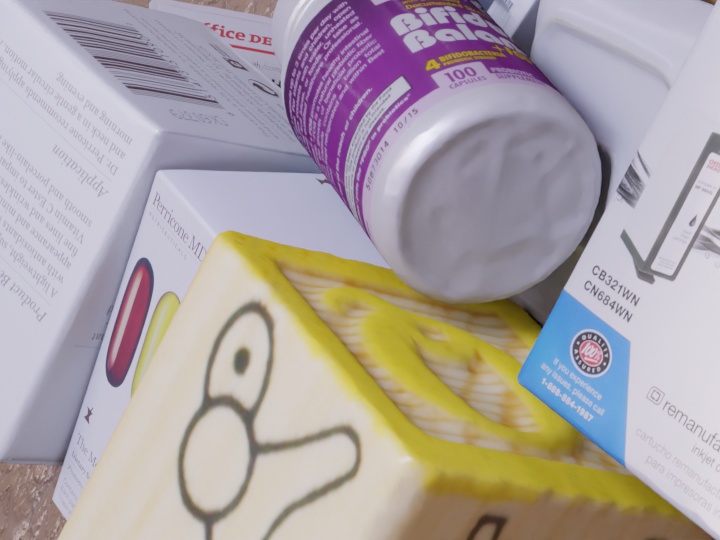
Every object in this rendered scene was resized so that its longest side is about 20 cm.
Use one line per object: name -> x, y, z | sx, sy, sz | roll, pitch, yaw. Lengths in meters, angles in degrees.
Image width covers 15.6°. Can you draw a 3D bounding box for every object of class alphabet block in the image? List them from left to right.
alphabet block -> 0.004, 0.127, 1.182 | 0.195, 0.196, 0.200 | 48, 116, 43

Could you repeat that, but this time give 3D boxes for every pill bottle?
pill bottle -> 0.027, -0.078, 1.254 | 0.112, 0.112, 0.200 | -61, 34, 19

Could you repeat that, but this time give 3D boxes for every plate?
plate -> 0.117, -0.037, 1.228 | 0.200, 0.032, 0.200 | -142, 55, -61

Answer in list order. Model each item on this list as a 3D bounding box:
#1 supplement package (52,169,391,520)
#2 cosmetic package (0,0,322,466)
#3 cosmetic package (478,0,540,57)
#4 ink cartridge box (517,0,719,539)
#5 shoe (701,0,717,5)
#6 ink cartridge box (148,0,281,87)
supplement package -> -0.060, 0.062, 1.306 | 0.114, 0.109, 0.200 | 46, 126, 44
cosmetic package -> -0.136, -0.021, 1.394 | 0.165, 0.165, 0.200 | 43, 113, 35
cosmetic package -> 0.053, -0.145, 1.411 | 0.200, 0.052, 0.151 | -57, 41, 35
ink cartridge box -> 0.175, -0.002, 1.064 | 0.146, 0.084, 0.200 | 38, 108, 41
shoe -> 0.170, -0.153, 1.216 | 0.200, 0.070, 0.053 | -133, 32, -54
ink cartridge box -> -0.079, -0.087, 1.579 | 0.068, 0.116, 0.200 | 119, 158, -61
